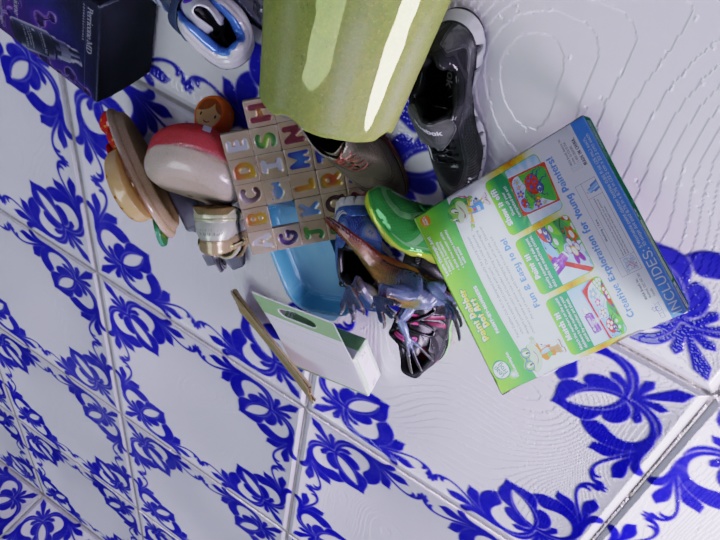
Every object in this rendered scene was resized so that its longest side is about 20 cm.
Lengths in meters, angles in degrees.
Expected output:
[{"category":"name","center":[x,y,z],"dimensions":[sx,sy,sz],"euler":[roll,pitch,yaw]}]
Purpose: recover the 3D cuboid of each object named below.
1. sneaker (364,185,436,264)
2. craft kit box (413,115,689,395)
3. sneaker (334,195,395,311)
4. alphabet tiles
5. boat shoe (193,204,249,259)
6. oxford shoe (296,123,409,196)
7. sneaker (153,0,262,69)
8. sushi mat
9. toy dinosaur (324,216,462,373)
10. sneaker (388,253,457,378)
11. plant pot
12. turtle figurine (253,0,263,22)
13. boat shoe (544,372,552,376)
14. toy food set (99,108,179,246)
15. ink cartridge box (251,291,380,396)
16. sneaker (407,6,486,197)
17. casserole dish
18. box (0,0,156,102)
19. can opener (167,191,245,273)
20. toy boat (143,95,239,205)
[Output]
[{"category":"sneaker","center":[0.096,-0.047,0.842],"dimensions":[0.198,0.074,0.084],"euler":[28,121,-11]},{"category":"craft kit box","center":[0.178,-0.010,0.732],"dimensions":[0.196,0.048,0.202],"euler":[-29,85,25]},{"category":"sneaker","center":[0.000,0.000,0.922],"dimensions":[0.077,0.090,0.201],"euler":[2,148,12]},{"category":"alphabet tiles","center":[-0.069,-0.116,0.891],"dimensions":[0.164,0.008,0.202],"euler":[-11,126,-1]},{"category":"boat shoe","center":[-0.179,-0.049,0.995],"dimensions":[0.073,0.200,0.068],"euler":[2,92,5]},{"category":"oxford shoe","center":[-0.017,-0.132,0.832],"dimensions":[0.070,0.075,0.200],"euler":[-29,124,29]},{"category":"sneaker","center":[-0.185,-0.302,0.794],"dimensions":[0.201,0.080,0.147],"euler":[50,179,-21]},{"category":"sushi mat","center":[-0.134,0.119,1.171],"dimensions":[0.200,0.012,0.096],"euler":[49,164,18]},{"category":"toy dinosaur","center":[0.071,0.018,0.838],"dimensions":[0.104,0.180,0.204],"euler":[-8,97,44]},{"category":"sneaker","center":[0.078,0.058,0.943],"dimensions":[0.076,0.084,0.202],"euler":[17,134,27]},{"category":"plant pot","center":[-0.007,-0.221,0.642],"dimensions":[0.198,0.200,0.186],"euler":[28,123,17]},{"category":"turtle figurine","center":[-0.102,-0.319,0.753],"dimensions":[0.200,0.101,0.150],"euler":[44,-179,-6]},{"category":"boat shoe","center":[0.207,0.018,0.814],"dimensions":[0.070,0.070,0.203],"euler":[43,141,39]},{"category":"toy food set","center":[-0.310,-0.128,1.054],"dimensions":[0.199,0.048,0.202],"euler":[72,172,-61]},{"category":"ink cartridge box","center":[-0.060,0.093,1.084],"dimensions":[0.144,0.048,0.201],"euler":[18,148,28]},{"category":"sneaker","center":[0.082,-0.147,0.750],"dimensions":[0.066,0.091,0.202],"euler":[17,134,26]},{"category":"casserole dish","center":[-0.067,-0.021,1.031],"dimensions":[0.120,0.039,0.202],"euler":[7,128,36]},{"category":"box","center":[-0.361,-0.339,0.942],"dimensions":[0.199,0.104,0.149],"euler":[36,140,9]},{"category":"can opener","center":[-0.229,-0.088,1.112],"dimensions":[0.066,0.054,0.202],"euler":[-16,118,10]},{"category":"toy boat","center":[-0.197,-0.158,0.960],"dimensions":[0.128,0.133,0.200],"euler":[16,179,-12]}]
